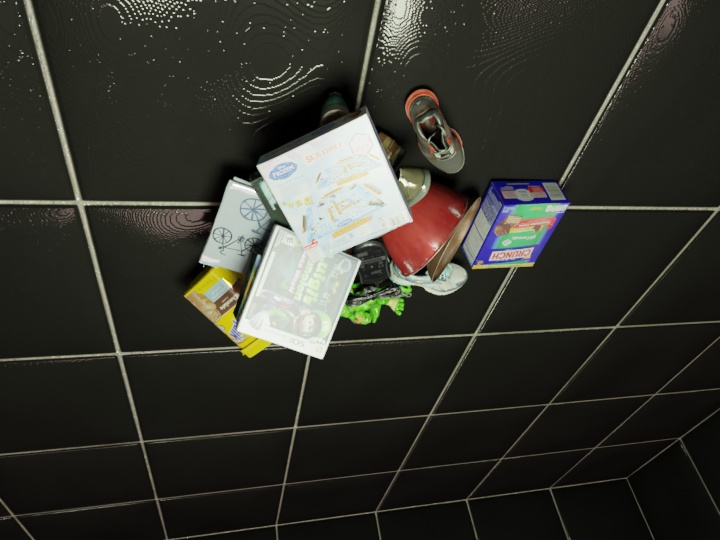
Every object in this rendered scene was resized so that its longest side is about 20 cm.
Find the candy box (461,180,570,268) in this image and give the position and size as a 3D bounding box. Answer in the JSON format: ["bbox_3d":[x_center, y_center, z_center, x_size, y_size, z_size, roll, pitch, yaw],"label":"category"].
[{"bbox_3d":[0.336,-0.097,1.254,0.164,0.079,0.202,-4,142,-17],"label":"candy box"}]

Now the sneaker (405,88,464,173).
[{"bbox_3d":[0.139,-0.230,1.032,0.076,0.084,0.200,-27,139,18],"label":"sneaker"}]

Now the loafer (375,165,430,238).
[{"bbox_3d":[0.044,-0.130,1.031,0.068,0.077,0.199,18,141,-29],"label":"loafer"}]

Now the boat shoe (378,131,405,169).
[{"bbox_3d":[-0.002,-0.181,1.070,0.074,0.076,0.199,43,120,-11],"label":"boat shoe"}]

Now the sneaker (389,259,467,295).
[{"bbox_3d":[0.162,0.006,1.299,0.194,0.080,0.086,5,164,-16],"label":"sneaker"}]

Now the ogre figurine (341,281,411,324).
[{"bbox_3d":[0.020,0.079,1.365,0.117,0.102,0.197,6,173,-38],"label":"ogre figurine"}]

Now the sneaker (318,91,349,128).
[{"bbox_3d":[-0.040,-0.213,0.998,0.069,0.081,0.203,2,137,-3],"label":"sneaker"}]

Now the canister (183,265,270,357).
[{"bbox_3d":[-0.263,0.074,1.218,0.147,0.087,0.200,-33,110,32],"label":"canister"}]

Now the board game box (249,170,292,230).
[{"bbox_3d":[-0.095,-0.108,1.017,0.132,0.029,0.203,-16,131,10],"label":"board game box"}]

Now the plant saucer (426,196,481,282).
[{"bbox_3d":[0.189,-0.071,1.198,0.036,0.201,0.203,30,139,12],"label":"plant saucer"}]

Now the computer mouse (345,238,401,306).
[{"bbox_3d":[0.000,0.000,1.178,0.136,0.047,0.202,-15,141,9],"label":"computer mouse"}]

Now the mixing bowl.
[{"bbox_3d":[0.107,-0.102,1.119,0.108,0.202,0.200,38,124,-10],"label":"mixing bowl"}]

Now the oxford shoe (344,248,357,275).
[{"bbox_3d":[0.003,-0.014,1.253,0.071,0.086,0.200,-27,141,16],"label":"oxford shoe"}]

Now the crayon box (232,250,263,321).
[{"bbox_3d":[-0.128,0.056,1.084,0.195,0.051,0.129,19,94,-23],"label":"crayon box"}]

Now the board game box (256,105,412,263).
[{"bbox_3d":[-0.038,-0.134,0.940,0.195,0.042,0.202,-21,121,12],"label":"board game box"}]

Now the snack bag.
[{"bbox_3d":[-0.189,-0.064,1.075,0.184,0.022,0.202,16,125,-23],"label":"snack bag"}]

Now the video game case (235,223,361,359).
[{"bbox_3d":[-0.112,0.043,1.046,0.178,0.023,0.205,21,94,-23],"label":"video game case"}]
